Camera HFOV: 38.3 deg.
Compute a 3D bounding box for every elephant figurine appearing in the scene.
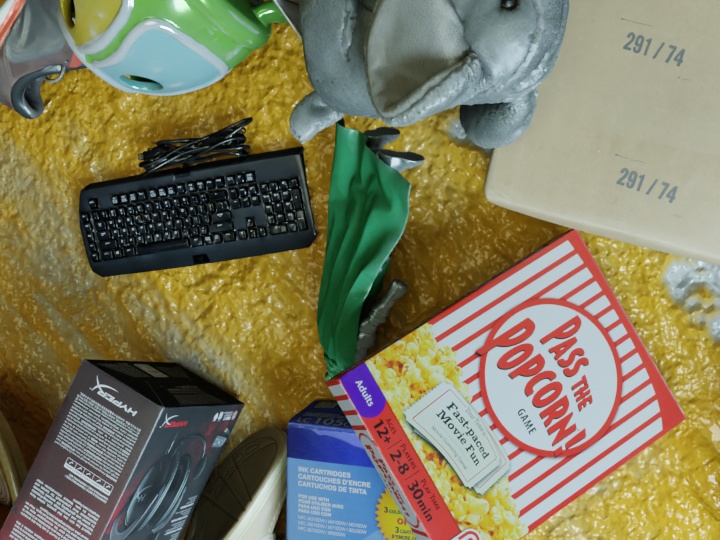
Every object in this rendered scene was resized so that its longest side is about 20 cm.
[{"bbox_3d":[0.055,-0.133,0.596,0.200,0.141,0.156,37,150,40],"label":"elephant figurine"}]

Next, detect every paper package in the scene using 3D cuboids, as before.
[{"bbox_3d":[0.193,-0.112,0.666,0.197,0.103,0.193,14,103,13],"label":"paper package"}]

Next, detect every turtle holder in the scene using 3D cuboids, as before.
[{"bbox_3d":[-0.143,-0.191,0.706,0.131,0.185,0.142,-35,89,16],"label":"turtle holder"}]

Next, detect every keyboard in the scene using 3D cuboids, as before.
[{"bbox_3d":[-0.136,-0.054,0.801,0.197,0.040,0.106,-9,96,16],"label":"keyboard"}]

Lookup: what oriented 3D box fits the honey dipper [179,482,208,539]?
[{"bbox_3d":[-0.164,0.260,0.857,0.038,0.038,0.202,24,100,11],"label":"honey dipper"}]

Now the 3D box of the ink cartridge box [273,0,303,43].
[{"bbox_3d":[-0.046,-0.246,0.708,0.067,0.116,0.202,-30,90,17],"label":"ink cartridge box"}]

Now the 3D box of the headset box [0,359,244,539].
[{"bbox_3d":[-0.184,0.172,0.766,0.077,0.149,0.202,26,91,17],"label":"headset box"}]

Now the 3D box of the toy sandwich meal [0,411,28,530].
[{"bbox_3d":[-0.319,0.193,0.831,0.204,0.070,0.208,21,117,47],"label":"toy sandwich meal"}]

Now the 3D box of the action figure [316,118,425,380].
[{"bbox_3d":[0.000,0.000,0.748,0.054,0.118,0.202,-1,122,-22],"label":"action figure"}]

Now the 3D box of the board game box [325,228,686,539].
[{"bbox_3d":[0.099,0.087,0.699,0.199,0.046,0.153,-31,89,-16],"label":"board game box"}]

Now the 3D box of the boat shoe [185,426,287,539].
[{"bbox_3d":[-0.097,0.218,0.818,0.065,0.072,0.202,27,94,-31],"label":"boat shoe"}]

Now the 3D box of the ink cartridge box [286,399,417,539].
[{"bbox_3d":[0.017,0.175,0.772,0.134,0.076,0.203,3,97,15],"label":"ink cartridge box"}]

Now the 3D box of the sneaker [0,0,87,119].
[{"bbox_3d":[-0.222,-0.200,0.797,0.082,0.077,0.200,41,115,-7],"label":"sneaker"}]
